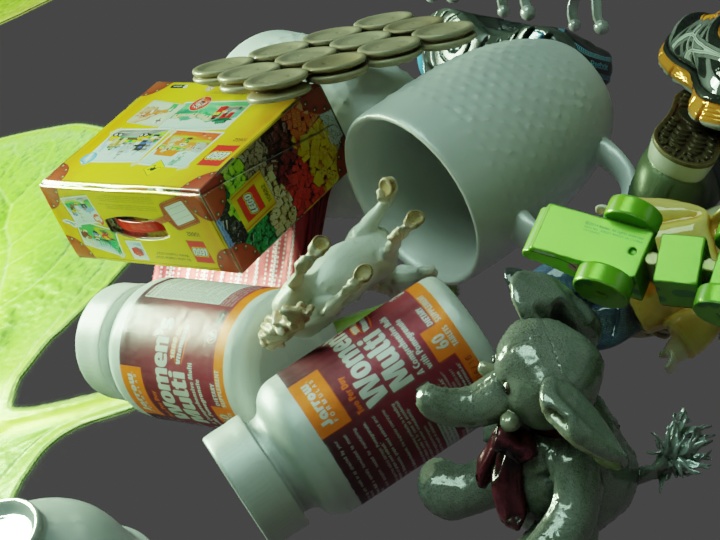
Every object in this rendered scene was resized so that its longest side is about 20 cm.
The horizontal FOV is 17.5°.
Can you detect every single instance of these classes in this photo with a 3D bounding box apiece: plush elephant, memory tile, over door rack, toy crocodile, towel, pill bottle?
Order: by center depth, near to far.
[{"bbox_3d":[0.109,0.099,1.483,0.200,0.155,0.165,-25,30,10],"label":"plush elephant"},{"bbox_3d":[0.202,0.000,1.503,0.200,0.062,0.068,12,66,20],"label":"toy crocodile"},{"bbox_3d":[-0.003,0.100,1.628,0.200,0.110,0.110,-33,30,-6],"label":"pill bottle"},{"bbox_3d":[-0.120,0.062,1.773,0.200,0.110,0.110,5,45,45],"label":"pill bottle"},{"bbox_3d":[-0.020,-0.168,1.830,0.200,0.017,0.153,-18,17,-25],"label":"memory tile"},{"bbox_3d":[-0.102,-0.017,1.898,0.200,0.022,0.145,7,86,48],"label":"towel"},{"bbox_3d":[0.151,-0.247,1.936,0.200,0.148,0.067,146,132,-68],"label":"over door rack"}]

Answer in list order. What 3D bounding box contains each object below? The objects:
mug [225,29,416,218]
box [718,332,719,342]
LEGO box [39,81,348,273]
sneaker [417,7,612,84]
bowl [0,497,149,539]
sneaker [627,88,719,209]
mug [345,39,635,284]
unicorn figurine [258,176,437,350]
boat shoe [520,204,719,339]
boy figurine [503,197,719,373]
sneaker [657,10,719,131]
[{"bbox_3d":[0.000,-0.120,1.949,0.200,0.148,0.175,-13,20,-38],"label":"mug"},{"bbox_3d":[0.312,0.064,1.478,0.041,0.039,0.200,-41,31,-20],"label":"box"},{"bbox_3d":[-0.128,-0.076,1.829,0.200,0.077,0.149,6,41,46],"label":"LEGO box"},{"bbox_3d":[0.126,-0.176,1.983,0.082,0.073,0.200,4,10,-39],"label":"sneaker"},{"bbox_3d":[-0.248,0.227,1.671,0.201,0.090,0.201,-21,31,14],"label":"bowl"},{"bbox_3d":[0.238,-0.073,1.719,0.067,0.090,0.200,28,26,13],"label":"sneaker"},{"bbox_3d":[0.119,-0.082,1.771,0.175,0.148,0.200,-34,55,-28],"label":"mug"},{"bbox_3d":[0.000,0.000,1.675,0.200,0.074,0.137,-20,-22,-29],"label":"unicorn figurine"},{"bbox_3d":[0.208,0.011,1.621,0.200,0.072,0.065,-20,30,7],"label":"boat shoe"},{"bbox_3d":[0.203,0.005,1.562,0.200,0.064,0.124,-18,72,10],"label":"boy figurine"},{"bbox_3d":[0.274,-0.160,1.722,0.078,0.077,0.200,12,21,-10],"label":"sneaker"}]
